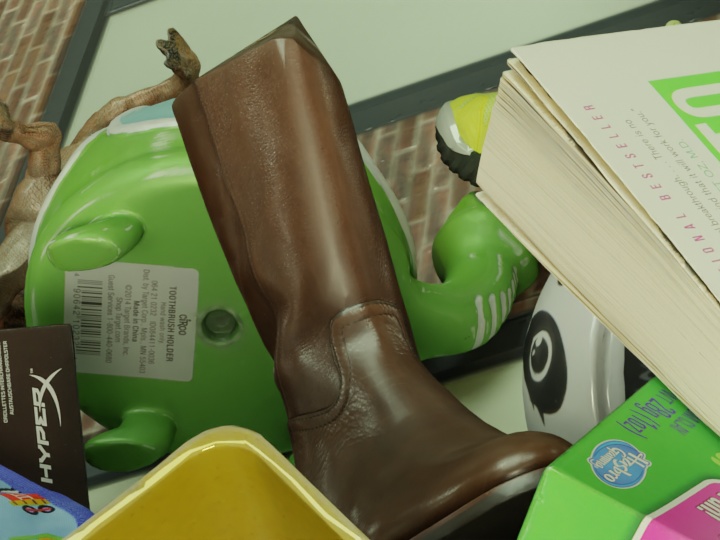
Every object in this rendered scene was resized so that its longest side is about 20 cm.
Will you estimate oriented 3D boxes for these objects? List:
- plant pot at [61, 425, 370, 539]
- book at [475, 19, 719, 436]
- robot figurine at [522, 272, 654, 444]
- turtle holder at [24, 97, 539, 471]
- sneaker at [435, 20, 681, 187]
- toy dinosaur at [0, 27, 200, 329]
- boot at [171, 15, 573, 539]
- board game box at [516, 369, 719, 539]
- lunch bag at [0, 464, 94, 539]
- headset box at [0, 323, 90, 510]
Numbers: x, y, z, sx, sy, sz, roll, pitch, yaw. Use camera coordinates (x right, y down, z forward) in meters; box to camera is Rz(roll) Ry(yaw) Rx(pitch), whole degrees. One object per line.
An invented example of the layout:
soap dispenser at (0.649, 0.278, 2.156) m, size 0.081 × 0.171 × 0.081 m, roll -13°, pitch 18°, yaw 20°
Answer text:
plant pot at (-0.028, 0.196, 0.589) m, size 0.200 × 0.177 × 0.200 m, roll -37°, pitch 49°, yaw -15°
book at (0.151, -0.018, 0.690) m, size 0.199 × 0.048 × 0.134 m, roll -11°, pitch 42°, yaw -28°
robot figurine at (0.145, 0.031, 0.783) m, size 0.199 × 0.126 × 0.150 m, roll -4°, pitch 1°, yaw 35°
turtle holder at (-0.036, -0.010, 0.987) m, size 0.185 × 0.141 × 0.132 m, roll -22°, pitch 29°, yaw 13°
sneaker at (0.116, -0.058, 0.978) m, size 0.199 × 0.077 × 0.075 m, roll 8°, pitch 10°, yaw 37°
toy dinosaur at (-0.127, -0.030, 1.166) m, size 0.200 × 0.086 × 0.136 m, roll -30°, pitch -11°, yaw -37°
boot at (0.000, 0.000, 0.812) m, size 0.064 × 0.201 × 0.186 m, roll -7°, pitch -13°, yaw -26°
board game box at (0.151, 0.086, 0.619) m, size 0.199 × 0.041 × 0.153 m, roll 26°, pitch 23°, yaw 17°
lunch bag at (-0.134, 0.117, 0.736) m, size 0.150 × 0.095 × 0.200 m, roll -17°, pitch 35°, yaw -38°
headset box at (-0.200, 0.081, 0.898) m, size 0.199 × 0.078 × 0.149 m, roll -4°, pitch -17°, yaw -10°
